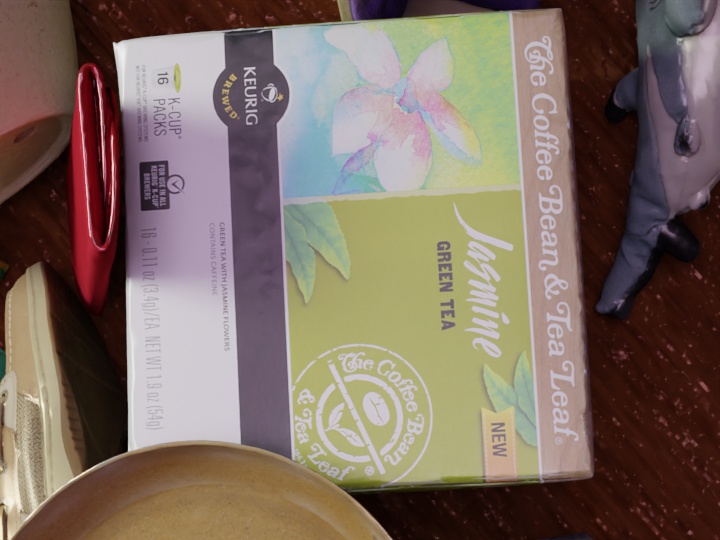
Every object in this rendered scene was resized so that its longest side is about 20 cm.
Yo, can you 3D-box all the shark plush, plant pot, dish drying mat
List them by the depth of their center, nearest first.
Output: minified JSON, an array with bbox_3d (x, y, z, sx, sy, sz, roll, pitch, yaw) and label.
[{"bbox_3d":[-0.061,0.167,0.664,0.200,0.027,0.200,-2,81,13],"label":"plant pot"},{"bbox_3d":[-0.117,-0.029,0.751,0.018,0.200,0.077,-3,82,-12],"label":"dish drying mat"},{"bbox_3d":[0.151,-0.077,0.801,0.091,0.083,0.200,-11,113,-35],"label":"shark plush"}]

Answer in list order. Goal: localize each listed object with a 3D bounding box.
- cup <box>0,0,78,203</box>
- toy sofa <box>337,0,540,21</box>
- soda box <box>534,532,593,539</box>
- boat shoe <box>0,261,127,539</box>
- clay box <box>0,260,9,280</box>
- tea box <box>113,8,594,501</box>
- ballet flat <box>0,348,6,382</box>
[{"bbox_3d":[-0.207,-0.098,0.769,0.200,0.200,0.143,-37,85,1],"label":"cup"},{"bbox_3d":[0.040,-0.147,0.747,0.083,0.200,0.098,16,79,7],"label":"toy sofa"},{"bbox_3d":[0.073,0.150,0.707,0.063,0.200,0.068,-9,84,4],"label":"soda box"},{"bbox_3d":[-0.146,0.079,0.770,0.064,0.071,0.200,-24,47,9],"label":"boat shoe"},{"bbox_3d":[-0.289,-0.005,0.839,0.200,0.048,0.115,29,86,8],"label":"clay box"},{"bbox_3d":[0.000,0.000,0.765,0.196,0.134,0.200,-4,83,3],"label":"tea box"},{"bbox_3d":[-0.192,0.136,0.808,0.067,0.067,0.200,-11,83,23],"label":"ballet flat"}]
